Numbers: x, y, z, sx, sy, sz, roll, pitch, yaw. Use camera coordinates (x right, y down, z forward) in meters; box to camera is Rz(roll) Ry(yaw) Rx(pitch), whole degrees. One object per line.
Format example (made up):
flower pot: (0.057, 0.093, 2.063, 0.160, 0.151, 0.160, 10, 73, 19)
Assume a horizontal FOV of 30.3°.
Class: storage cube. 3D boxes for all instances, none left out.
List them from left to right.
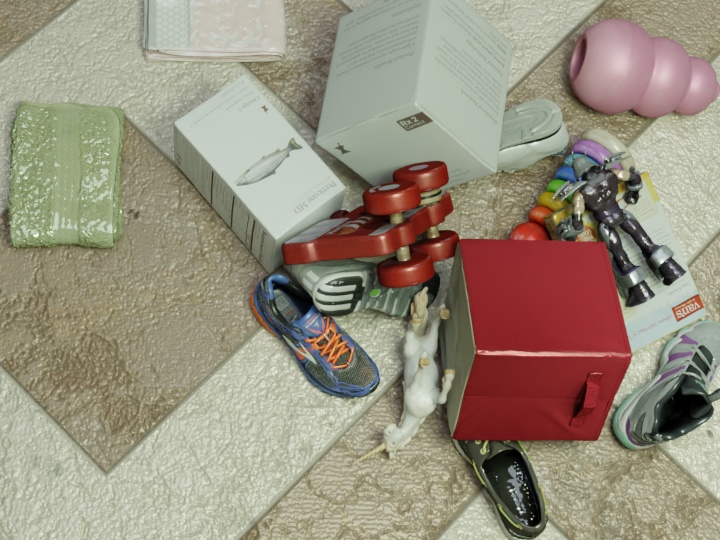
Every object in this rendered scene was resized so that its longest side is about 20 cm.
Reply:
storage cube: (0.197, 0.081, 1.557, 0.179, 0.171, 0.201, 1, 48, -7)

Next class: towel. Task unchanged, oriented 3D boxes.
towel: (-0.372, -0.122, 1.673, 0.148, 0.037, 0.201, 0, 69, -5)
towel: (-0.197, -0.374, 1.790, 0.190, 0.032, 0.201, -1, 70, -7)

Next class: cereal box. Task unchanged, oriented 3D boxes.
cereal box: (0.333, -0.005, 1.667, 0.143, 0.040, 0.201, -24, 94, -14)

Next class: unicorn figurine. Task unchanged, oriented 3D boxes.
unicorn figurine: (0.067, 0.131, 1.585, 0.074, 0.138, 0.201, 21, 51, -1)

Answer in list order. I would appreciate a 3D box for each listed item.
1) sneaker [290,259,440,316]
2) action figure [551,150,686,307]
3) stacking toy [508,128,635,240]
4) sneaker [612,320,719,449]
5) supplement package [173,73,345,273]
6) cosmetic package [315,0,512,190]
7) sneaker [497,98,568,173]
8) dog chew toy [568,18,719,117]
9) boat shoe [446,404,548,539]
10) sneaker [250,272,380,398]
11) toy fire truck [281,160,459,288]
sneaker: (0.000, 0.000, 1.631, 0.199, 0.075, 0.115, 2, 27, -43)
action figure: (0.306, -0.057, 1.611, 0.130, 0.069, 0.201, -32, 91, -5)
stacking toy: (0.261, -0.088, 1.710, 0.085, 0.085, 0.200, 41, 77, 10)
sneaker: (0.402, 0.137, 1.593, 0.078, 0.140, 0.200, 42, 73, -8)
supplement package: (-0.128, -0.120, 1.653, 0.117, 0.117, 0.200, -38, 77, -20)
cosmetic package: (0.069, -0.220, 1.644, 0.165, 0.164, 0.201, 34, 55, -38)
sneaker: (0.171, -0.155, 1.724, 0.199, 0.081, 0.077, -11, 56, 12)
dog chew toy: (0.381, -0.259, 1.762, 0.199, 0.125, 0.125, 12, 68, -9)
boat shoe: (0.166, 0.223, 1.583, 0.071, 0.061, 0.202, -23, 73, -13)
sneaker: (-0.057, 0.079, 1.606, 0.200, 0.078, 0.075, 40, 71, 10)
toy fire truck: (0.018, -0.054, 1.571, 0.167, 0.200, 0.113, -3, 108, 28)
